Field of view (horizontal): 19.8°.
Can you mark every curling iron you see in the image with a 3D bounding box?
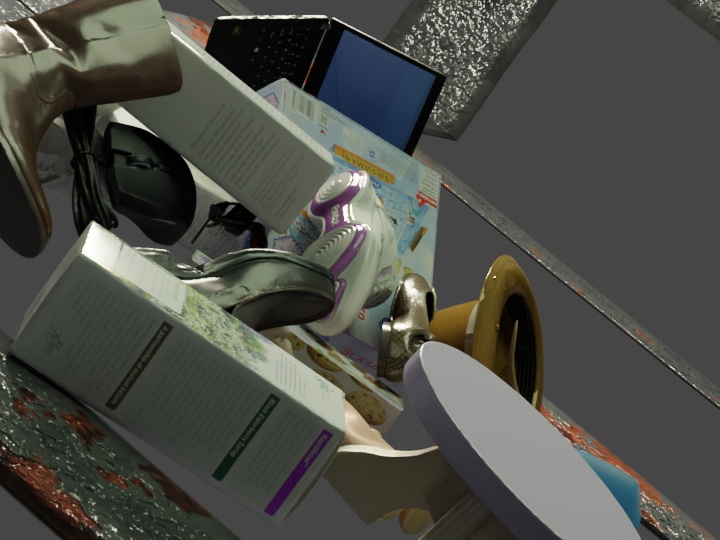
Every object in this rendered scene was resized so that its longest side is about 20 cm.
[{"bbox_3d":[-0.088,-0.004,1.566,0.049,0.026,0.200,11,24,-14],"label":"curling iron"}]

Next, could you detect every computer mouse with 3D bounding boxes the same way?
[{"bbox_3d":[-0.161,-0.049,1.555,0.200,0.046,0.142,47,31,-61],"label":"computer mouse"}]

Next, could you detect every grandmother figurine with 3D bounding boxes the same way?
[{"bbox_3d":[-0.029,0.101,1.452,0.200,0.061,0.121,41,-9,36],"label":"grandmother figurine"}]

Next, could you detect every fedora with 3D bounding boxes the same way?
[{"bbox_3d":[0.099,0.082,1.759,0.081,0.203,0.200,-1,-2,19],"label":"fedora"}]

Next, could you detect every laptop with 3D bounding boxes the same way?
[{"bbox_3d":[-0.054,-0.127,1.847,0.199,0.178,0.103,-6,42,-40],"label":"laptop"}]

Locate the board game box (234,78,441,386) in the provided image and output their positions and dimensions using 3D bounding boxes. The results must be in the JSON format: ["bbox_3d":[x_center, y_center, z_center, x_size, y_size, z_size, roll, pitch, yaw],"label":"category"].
[{"bbox_3d":[-0.017,-0.030,1.751,0.199,0.041,0.201,29,55,-37],"label":"board game box"}]

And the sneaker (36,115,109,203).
[{"bbox_3d":[-0.255,-0.090,1.525,0.200,0.075,0.089,45,35,-43],"label":"sneaker"}]

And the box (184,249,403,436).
[{"bbox_3d":[-0.057,0.060,1.567,0.199,0.042,0.039,37,10,-6],"label":"box"}]

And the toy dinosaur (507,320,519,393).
[{"bbox_3d":[0.141,0.149,1.694,0.101,0.058,0.201,-94,161,-56],"label":"toy dinosaur"}]

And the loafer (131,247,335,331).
[{"bbox_3d":[-0.098,0.031,1.408,0.198,0.073,0.073,-3,56,-33],"label":"loafer"}]

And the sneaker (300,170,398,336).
[{"bbox_3d":[0.000,0.000,1.643,0.100,0.074,0.201,57,23,-24],"label":"sneaker"}]

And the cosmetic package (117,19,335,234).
[{"bbox_3d":[-0.117,-0.120,1.606,0.200,0.071,0.101,39,5,-6],"label":"cosmetic package"}]

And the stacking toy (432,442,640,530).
[{"bbox_3d":[0.108,0.167,1.541,0.109,0.117,0.200,27,0,-31],"label":"stacking toy"}]

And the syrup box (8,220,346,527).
[{"bbox_3d":[-0.108,0.064,1.269,0.199,0.082,0.079,35,12,-11],"label":"syrup box"}]

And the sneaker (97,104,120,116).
[{"bbox_3d":[-0.265,-0.149,1.642,0.198,0.077,0.081,4,30,-35],"label":"sneaker"}]

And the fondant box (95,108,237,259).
[{"bbox_3d":[-0.151,-0.071,1.768,0.199,0.058,0.144,32,12,-30],"label":"fondant box"}]

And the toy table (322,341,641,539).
[{"bbox_3d":[0.073,0.157,1.299,0.200,0.117,0.183,52,23,21],"label":"toy table"}]

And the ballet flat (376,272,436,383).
[{"bbox_3d":[0.044,0.048,1.656,0.046,0.068,0.200,6,11,5],"label":"ballet flat"}]

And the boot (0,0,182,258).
[{"bbox_3d":[-0.192,-0.113,1.460,0.199,0.064,0.188,-17,76,-40],"label":"boot"}]
